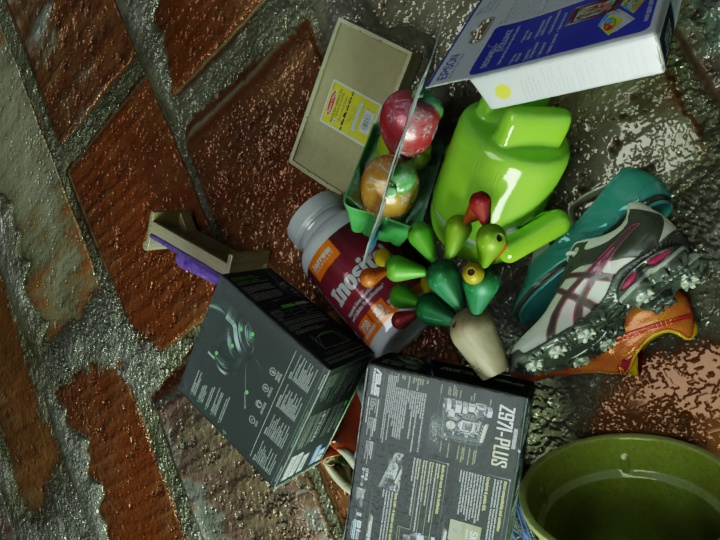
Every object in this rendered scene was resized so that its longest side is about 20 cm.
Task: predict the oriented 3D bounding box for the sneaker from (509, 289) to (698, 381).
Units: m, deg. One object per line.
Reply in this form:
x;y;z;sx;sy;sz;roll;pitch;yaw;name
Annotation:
0.240;0.082;0.662;0.199;0.073;0.078;-32;74;34;sneaker

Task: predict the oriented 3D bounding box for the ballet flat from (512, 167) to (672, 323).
0.226;-0.028;0.673;0.200;0.067;0.071;-48;46;30;ballet flat

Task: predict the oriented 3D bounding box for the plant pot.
0.264;0.290;0.618;0.198;0.200;0.187;-3;106;35;plant pot

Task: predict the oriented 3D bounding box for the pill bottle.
0.000;0.000;0.799;0.200;0.112;0.113;48;120;21;pill bottle

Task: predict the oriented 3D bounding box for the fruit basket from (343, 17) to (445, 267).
0.050;-0.125;0.677;0.093;0.187;0.201;21;146;-2;fruit basket

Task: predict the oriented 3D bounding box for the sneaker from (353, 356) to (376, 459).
0.021;0.176;0.792;0.199;0.075;0.116;27;77;43;sneaker

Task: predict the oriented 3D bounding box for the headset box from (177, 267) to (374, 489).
-0.112;0.118;0.780;0.199;0.092;0.176;35;113;25;headset box

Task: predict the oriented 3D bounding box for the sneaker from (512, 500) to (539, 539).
0.166;0.267;0.753;0.078;0.075;0.201;-35;75;13;sneaker

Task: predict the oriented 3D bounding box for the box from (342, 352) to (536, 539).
0.080;0.201;0.661;0.161;0.086;0.203;9;93;20;box

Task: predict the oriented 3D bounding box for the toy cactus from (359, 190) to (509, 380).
0.087;0.027;0.623;0.200;0.102;0.167;-37;79;49;toy cactus

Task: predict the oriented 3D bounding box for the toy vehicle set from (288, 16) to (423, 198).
-0.012;-0.203;0.833;0.124;0.026;0.202;36;115;27;toy vehicle set

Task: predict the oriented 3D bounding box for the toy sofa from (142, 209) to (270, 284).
-0.238;-0.016;0.987;0.198;0.082;0.099;26;110;30;toy sofa

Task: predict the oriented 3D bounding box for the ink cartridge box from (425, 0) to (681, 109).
0.184;-0.223;0.597;0.198;0.199;0.047;-4;131;38;ink cartridge box

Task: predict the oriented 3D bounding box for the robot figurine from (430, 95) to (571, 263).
0.138;-0.091;0.667;0.202;0.114;0.177;106;152;-43;robot figurine

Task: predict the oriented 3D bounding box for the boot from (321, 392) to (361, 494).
-0.026;0.203;0.850;0.200;0.106;0.076;46;128;26;boot

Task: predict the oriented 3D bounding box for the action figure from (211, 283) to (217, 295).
-0.115;0.087;0.869;0.197;0.099;0.066;19;112;-2;action figure

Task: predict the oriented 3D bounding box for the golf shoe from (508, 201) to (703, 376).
0.216;0.026;0.611;0.200;0.077;0.089;-42;50;24;golf shoe
